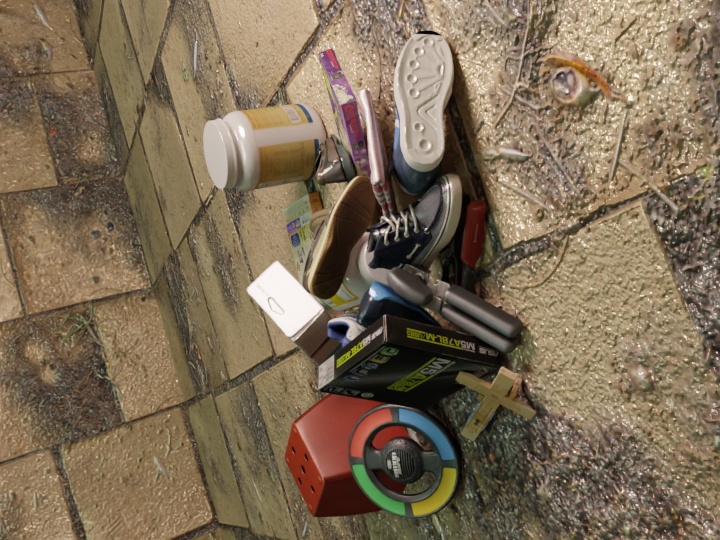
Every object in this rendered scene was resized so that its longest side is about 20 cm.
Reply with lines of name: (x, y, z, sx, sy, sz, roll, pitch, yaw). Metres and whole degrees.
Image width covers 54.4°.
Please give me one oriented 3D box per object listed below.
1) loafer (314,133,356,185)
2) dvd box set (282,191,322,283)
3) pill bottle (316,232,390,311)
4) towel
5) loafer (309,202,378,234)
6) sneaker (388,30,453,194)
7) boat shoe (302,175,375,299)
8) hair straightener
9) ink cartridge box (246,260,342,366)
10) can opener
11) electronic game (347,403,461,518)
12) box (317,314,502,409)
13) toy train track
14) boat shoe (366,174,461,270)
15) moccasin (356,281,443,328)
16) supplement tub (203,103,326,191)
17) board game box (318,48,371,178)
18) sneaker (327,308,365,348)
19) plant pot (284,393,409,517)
loafer: (-0.054, -0.182, 1.173, 0.200, 0.062, 0.073, -119, 9, -72)
dvd box set: (-0.100, -0.045, 1.421, 0.146, 0.029, 0.202, -20, 84, 63)
pill bottle: (0.000, 0.000, 1.170, 0.200, 0.112, 0.114, -24, 82, 62)
towel: (0.026, -0.145, 1.019, 0.200, 0.030, 0.148, 65, -165, -67)
loafer: (-0.032, -0.081, 1.232, 0.200, 0.075, 0.068, -28, 71, 62)
sneaker: (0.078, -0.206, 0.969, 0.147, 0.080, 0.203, 108, 165, -76)
boat shoe: (-0.041, -0.056, 1.085, 0.065, 0.073, 0.202, 13, 74, 51)
hair straightener: (0.140, -0.014, 0.994, 0.077, 0.041, 0.202, 36, 137, 51)
ink cartridge box: (-0.113, 0.089, 1.327, 0.146, 0.084, 0.200, 43, 172, 25)
can opener: (0.125, 0.053, 0.960, 0.199, 0.066, 0.053, 27, 129, 26)
electronic game: (0.071, 0.316, 1.163, 0.198, 0.042, 0.203, 5, 104, 22)
box: (0.065, 0.138, 1.000, 0.200, 0.191, 0.048, -42, 39, 48)
toy train track: (0.183, 0.186, 0.994, 0.114, 0.033, 0.201, 28, 144, 10)
boat shoe: (0.068, -0.059, 0.966, 0.201, 0.092, 0.075, 111, 155, -53)
moccasin: (0.052, 0.070, 1.028, 0.068, 0.199, 0.080, -54, 50, 5)
supplement tub: (-0.177, -0.228, 1.301, 0.144, 0.198, 0.146, 35, 131, 52)
board game box: (-0.020, -0.229, 1.095, 0.201, 0.032, 0.121, 75, 179, -58)
sneaker: (0.017, 0.132, 1.161, 0.200, 0.087, 0.076, 32, 127, 51)
plant pot: (-0.033, 0.347, 1.324, 0.200, 0.175, 0.201, 56, 147, 34)
